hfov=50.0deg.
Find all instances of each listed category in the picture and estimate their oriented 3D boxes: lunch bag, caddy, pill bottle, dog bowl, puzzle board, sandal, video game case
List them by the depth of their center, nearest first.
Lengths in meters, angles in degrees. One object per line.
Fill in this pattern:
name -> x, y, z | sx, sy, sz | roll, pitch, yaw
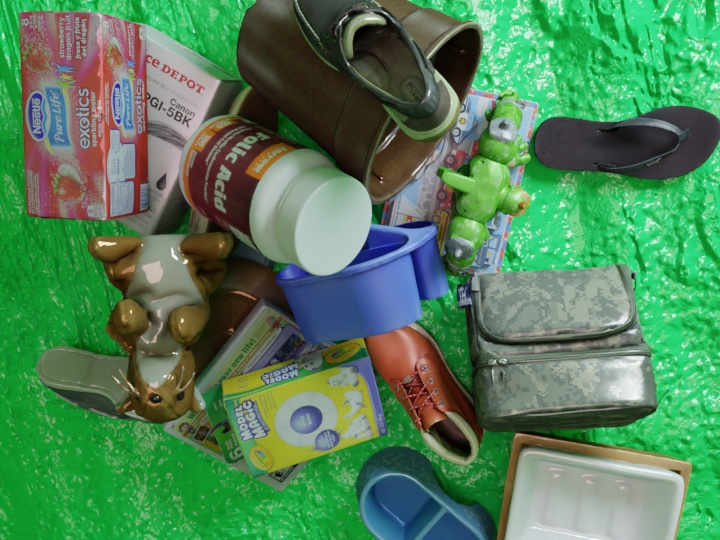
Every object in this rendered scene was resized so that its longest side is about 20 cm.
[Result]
pill bottle -> -0.088, -0.077, 0.774 | 0.199, 0.113, 0.116 | 29, 107, 41
sandal -> 0.288, -0.134, 0.833 | 0.195, 0.043, 0.078 | -3, 100, 9
caddy -> 0.000, 0.000, 0.838 | 0.197, 0.141, 0.107 | -11, 106, 37
lunch bag -> 0.208, 0.081, 0.839 | 0.195, 0.140, 0.172 | -5, 71, 8
puzzle board -> 0.107, -0.104, 0.880 | 0.147, 0.017, 0.204 | 13, 101, 6
video game case -> -0.104, 0.154, 0.918 | 0.181, 0.022, 0.201 | 34, 104, -26
dog bowl -> 0.079, 0.308, 0.940 | 0.199, 0.050, 0.112 | 40, 103, -1

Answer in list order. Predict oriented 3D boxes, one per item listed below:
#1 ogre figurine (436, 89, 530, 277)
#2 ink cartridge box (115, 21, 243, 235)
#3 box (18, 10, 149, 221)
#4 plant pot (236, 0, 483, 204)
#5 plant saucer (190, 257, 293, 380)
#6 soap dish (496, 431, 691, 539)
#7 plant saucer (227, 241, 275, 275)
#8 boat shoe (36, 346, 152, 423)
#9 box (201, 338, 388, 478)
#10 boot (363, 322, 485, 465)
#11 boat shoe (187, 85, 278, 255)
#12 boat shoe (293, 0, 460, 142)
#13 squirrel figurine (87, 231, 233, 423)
ogre figurine -> 0.126, -0.085, 0.811 | 0.098, 0.120, 0.201 | 38, 104, 1
ink cartridge box -> -0.246, -0.162, 0.889 | 0.145, 0.083, 0.203 | 29, 103, 3
box -> -0.284, -0.158, 0.802 | 0.093, 0.100, 0.205 | 4, 101, 10
plant pot -> -0.009, -0.207, 0.792 | 0.197, 0.200, 0.202 | 36, 104, 16
plant saucer -> -0.156, 0.088, 0.927 | 0.195, 0.035, 0.205 | 0, 104, -1
soap dish -> 0.262, 0.271, 0.890 | 0.195, 0.081, 0.161 | 8, 101, 7
plant saucer -> -0.146, 0.003, 0.937 | 0.069, 0.019, 0.203 | 25, 104, 4
boat shoe -> -0.308, 0.151, 0.977 | 0.196, 0.074, 0.062 | 17, 145, -2
box -> -0.075, 0.162, 0.890 | 0.196, 0.049, 0.119 | -17, 119, -3
boot -> 0.070, 0.133, 0.883 | 0.075, 0.107, 0.200 | -43, 90, 15
boat shoe -> -0.153, -0.118, 0.888 | 0.064, 0.071, 0.204 | 28, 105, 41
boat shoe -> 0.007, -0.193, 0.652 | 0.072, 0.066, 0.202 | -41, 68, 3
squirrel figurine -> -0.208, 0.059, 0.820 | 0.138, 0.200, 0.191 | -3, 92, -16
